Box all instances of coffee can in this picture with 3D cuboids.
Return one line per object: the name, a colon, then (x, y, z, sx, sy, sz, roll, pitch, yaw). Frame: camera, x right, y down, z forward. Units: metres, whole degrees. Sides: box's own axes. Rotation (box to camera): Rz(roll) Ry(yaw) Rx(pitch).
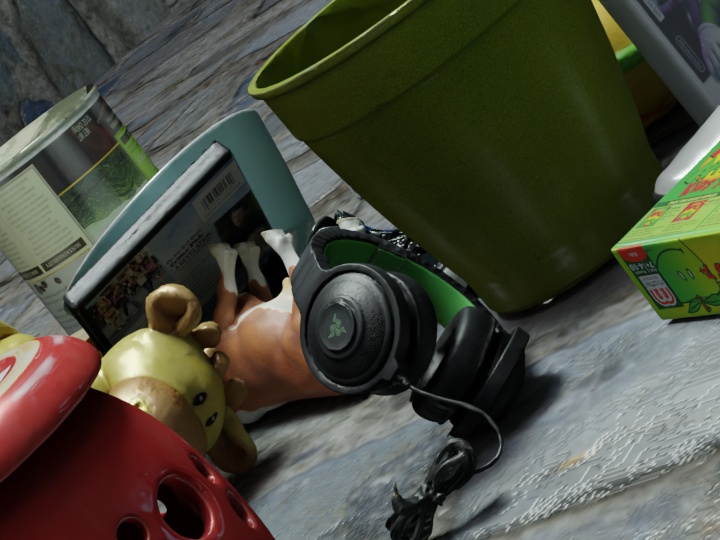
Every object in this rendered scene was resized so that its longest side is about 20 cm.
coffee can: (-0.214, -0.029, 1.827, 0.146, 0.200, 0.146, -35, 14, 10)

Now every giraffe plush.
giraffe plush: (-0.151, 0.097, 1.336, 0.161, 0.173, 0.201, -12, 56, 11)

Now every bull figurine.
bull figurine: (-0.056, 0.039, 1.410, 0.065, 0.122, 0.200, -7, -3, -42)

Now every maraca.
maraca: (0.150, -0.138, 1.440, 0.137, 0.107, 0.200, -30, 9, -4)

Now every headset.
headset: (0.023, 0.053, 1.137, 0.094, 0.123, 0.200, -59, 25, 19)

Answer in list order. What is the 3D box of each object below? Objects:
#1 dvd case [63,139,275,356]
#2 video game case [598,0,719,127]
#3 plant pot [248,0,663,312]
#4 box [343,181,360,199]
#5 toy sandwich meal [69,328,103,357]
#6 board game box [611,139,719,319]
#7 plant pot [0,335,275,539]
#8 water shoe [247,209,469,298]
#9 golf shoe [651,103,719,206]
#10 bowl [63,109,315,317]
dvd case: (-0.111, 0.018, 1.476, 0.143, 0.018, 0.200, -46, -30, -12)
video game case: (0.195, -0.211, 1.361, 0.023, 0.200, 0.182, -29, 15, 50)
plant pot: (0.071, -0.086, 1.279, 0.200, 0.193, 0.200, -35, 13, 9)
box: (0.065, -0.151, 1.812, 0.200, 0.060, 0.117, -34, 13, 18)
toy sandwich meal: (-0.234, 0.097, 1.667, 0.205, 0.070, 0.205, -33, 1, 0)
board game box: (0.214, -0.032, 1.036, 0.102, 0.048, 0.200, -43, 14, -23)
plant pot: (-0.163, 0.148, 1.135, 0.200, 0.183, 0.200, -37, 11, 9)
water shoe: (0.000, 0.000, 1.426, 0.200, 0.079, 0.072, -24, 19, 45)
golf shoe: (0.222, -0.109, 1.182, 0.200, 0.095, 0.078, -39, 14, 1)
bowl: (-0.107, -0.009, 1.612, 0.201, 0.105, 0.201, -47, -7, -7)
